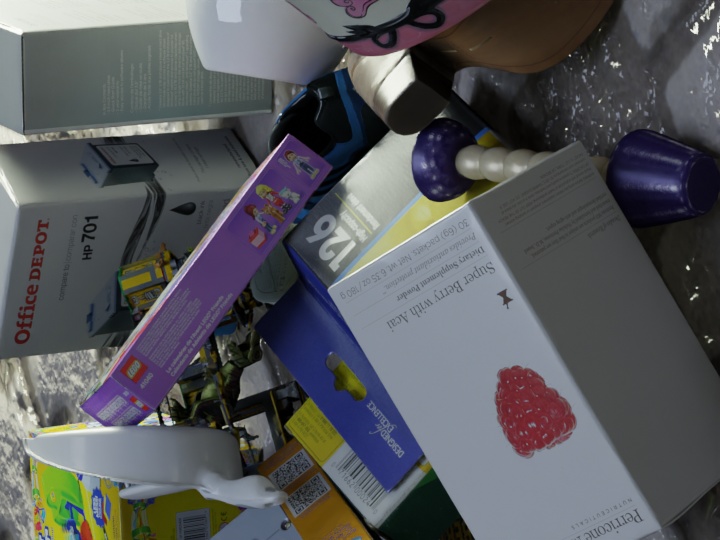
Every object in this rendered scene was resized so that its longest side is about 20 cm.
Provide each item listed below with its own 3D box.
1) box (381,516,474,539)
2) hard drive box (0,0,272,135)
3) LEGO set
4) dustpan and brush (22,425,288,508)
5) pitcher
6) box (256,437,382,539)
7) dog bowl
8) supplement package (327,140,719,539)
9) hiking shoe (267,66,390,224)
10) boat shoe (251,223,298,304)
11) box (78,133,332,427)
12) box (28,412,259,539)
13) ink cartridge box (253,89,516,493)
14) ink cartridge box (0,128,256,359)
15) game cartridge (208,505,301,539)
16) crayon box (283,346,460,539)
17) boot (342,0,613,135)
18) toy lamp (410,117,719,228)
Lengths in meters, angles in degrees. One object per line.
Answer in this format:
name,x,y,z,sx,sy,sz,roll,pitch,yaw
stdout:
box,0.061,0.176,1.703,0.200,0.048,0.159,-21,77,62
hard drive box,-0.187,-0.158,1.935,0.156,0.200,0.077,26,118,59
LEGO set,-0.084,0.067,1.860,0.154,0.116,0.200,57,-164,-62
dustpan and brush,-0.109,0.129,1.664,0.200,0.139,0.057,-13,73,50
pitcher,-0.036,-0.224,1.739,0.172,0.121,0.200,15,98,52
box,0.005,0.189,1.612,0.119,0.041,0.200,53,180,-24
dog bowl,0.041,-0.204,1.524,0.074,0.200,0.200,52,160,-21
supplement package,0.101,0.054,1.433,0.121,0.120,0.200,-32,89,40
hiking shoe,-0.031,-0.087,1.777,0.200,0.087,0.074,-51,51,53
boat shoe,-0.001,0.002,1.780,0.202,0.065,0.075,-6,72,57
box,-0.102,0.012,1.705,0.039,0.200,0.137,37,163,-4
box,-0.169,0.230,2.072,0.193,0.122,0.200,11,106,62
ink cartridge box,0.032,0.004,1.601,0.200,0.047,0.198,-45,42,2
ink cartridge box,-0.186,-0.021,1.964,0.086,0.200,0.147,54,141,43
game cartridge,-0.059,0.245,1.776,0.133,0.040,0.200,-42,38,8
crayon box,0.059,0.063,1.604,0.200,0.051,0.127,-48,40,3
boot,0.070,-0.167,1.579,0.200,0.070,0.146,-34,29,19
toy lamp,0.117,-0.056,1.500,0.200,0.058,0.058,5,101,44
